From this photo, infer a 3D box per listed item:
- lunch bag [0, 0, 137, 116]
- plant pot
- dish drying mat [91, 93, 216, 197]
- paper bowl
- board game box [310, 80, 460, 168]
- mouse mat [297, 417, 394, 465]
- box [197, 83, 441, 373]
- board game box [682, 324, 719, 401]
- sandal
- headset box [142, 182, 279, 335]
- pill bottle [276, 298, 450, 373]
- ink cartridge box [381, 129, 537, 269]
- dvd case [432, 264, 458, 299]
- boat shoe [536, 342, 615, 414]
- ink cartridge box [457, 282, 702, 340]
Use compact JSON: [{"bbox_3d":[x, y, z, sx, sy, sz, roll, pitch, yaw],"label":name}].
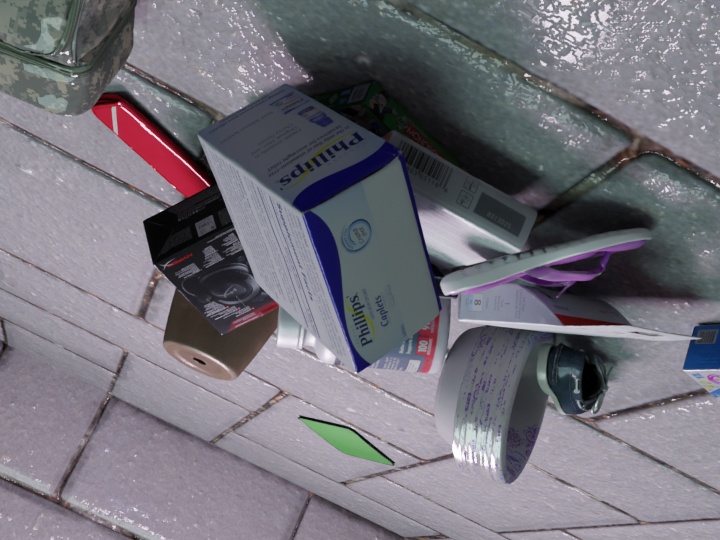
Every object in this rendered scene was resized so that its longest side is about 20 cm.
[{"bbox_3d":[-0.302,-0.255,0.882,0.199,0.140,0.168,24,142,0],"label":"lunch bag"},{"bbox_3d":[-0.186,0.052,1.408,0.199,0.175,0.200,20,157,9],"label":"plant pot"},{"bbox_3d":[-0.245,-0.144,1.226,0.077,0.018,0.200,5,151,39],"label":"dish drying mat"},{"bbox_3d":[0.159,0.148,1.225,0.104,0.201,0.201,14,157,23],"label":"paper bowl"},{"bbox_3d":[-0.015,-0.122,1.017,0.199,0.029,0.134,-2,148,48],"label":"board game box"},{"bbox_3d":[-0.031,0.375,2.224,0.160,0.008,0.200,6,151,39],"label":"mouse mat"},{"bbox_3d":[-0.037,-0.043,0.918,0.200,0.105,0.184,38,154,47],"label":"box"},{"bbox_3d":[0.472,0.124,1.035,0.196,0.056,0.200,36,156,-27],"label":"board game box"},{"bbox_3d":[0.178,0.002,0.965,0.202,0.050,0.082,-14,180,13],"label":"sandal"},{"bbox_3d":[-0.149,-0.015,1.242,0.148,0.077,0.200,-26,144,6],"label":"headset box"},{"bbox_3d":[0.001,0.057,1.218,0.199,0.120,0.120,5,159,-5],"label":"pill bottle"},{"bbox_3d":[0.061,-0.062,1.001,0.162,0.050,0.200,28,170,-13],"label":"ink cartridge box"},{"bbox_3d":[0.000,0.000,1.121,0.199,0.025,0.150,5,-171,-5],"label":"dvd case"},{"bbox_3d":[0.272,0.135,1.244,0.062,0.075,0.200,5,158,29],"label":"boat shoe"},{"bbox_3d":[0.225,0.041,1.041,0.199,0.048,0.160,-1,173,43],"label":"ink cartridge box"}]
